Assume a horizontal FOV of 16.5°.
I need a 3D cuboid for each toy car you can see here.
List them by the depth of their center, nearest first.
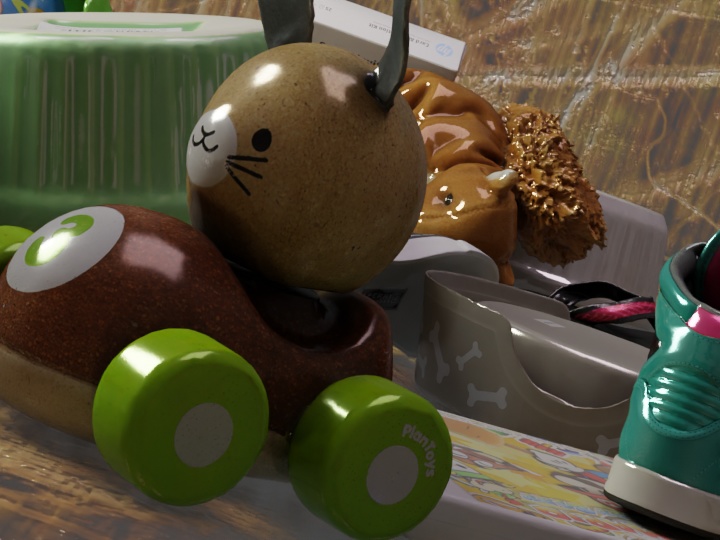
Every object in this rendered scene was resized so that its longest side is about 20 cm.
[{"bbox_3d":[-0.038,-0.030,0.881,0.158,0.200,0.164,15,7,-36],"label":"toy car"}]

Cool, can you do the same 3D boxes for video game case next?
[{"bbox_3d":[0.075,0.092,0.999,0.200,0.023,0.182,17,6,-23],"label":"video game case"}]

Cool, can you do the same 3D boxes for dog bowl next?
[{"bbox_3d":[0.118,0.060,1.270,0.200,0.059,0.200,19,5,-2],"label":"dog bowl"}]

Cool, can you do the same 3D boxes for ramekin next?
[{"bbox_3d":[-0.128,-0.080,1.286,0.199,0.098,0.200,1,9,0],"label":"ramekin"},{"bbox_3d":[0.161,-0.028,2.042,0.202,0.094,0.202,20,5,-2],"label":"ramekin"}]

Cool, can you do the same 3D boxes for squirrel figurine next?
[{"bbox_3d":[0.094,-0.064,1.869,0.199,0.142,0.187,-2,20,-18],"label":"squirrel figurine"}]

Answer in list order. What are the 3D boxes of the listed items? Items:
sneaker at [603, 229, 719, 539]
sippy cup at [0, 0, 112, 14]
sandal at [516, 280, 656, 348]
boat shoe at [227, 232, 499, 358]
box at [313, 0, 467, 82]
[{"bbox_3d":[0.164,0.042,1.037,0.083,0.121,0.200,21,6,20],"label":"sneaker"},{"bbox_3d":[-0.247,-0.132,1.490,0.140,0.178,0.130,38,24,-17],"label":"sippy cup"},{"bbox_3d":[0.170,0.029,1.798,0.200,0.045,0.075,17,6,-22],"label":"sandal"},{"bbox_3d":[-0.001,0.002,1.346,0.068,0.074,0.199,40,25,31],"label":"boat shoe"},{"bbox_3d":[-0.015,-0.127,2.007,0.156,0.200,0.041,20,45,-1],"label":"box"}]
